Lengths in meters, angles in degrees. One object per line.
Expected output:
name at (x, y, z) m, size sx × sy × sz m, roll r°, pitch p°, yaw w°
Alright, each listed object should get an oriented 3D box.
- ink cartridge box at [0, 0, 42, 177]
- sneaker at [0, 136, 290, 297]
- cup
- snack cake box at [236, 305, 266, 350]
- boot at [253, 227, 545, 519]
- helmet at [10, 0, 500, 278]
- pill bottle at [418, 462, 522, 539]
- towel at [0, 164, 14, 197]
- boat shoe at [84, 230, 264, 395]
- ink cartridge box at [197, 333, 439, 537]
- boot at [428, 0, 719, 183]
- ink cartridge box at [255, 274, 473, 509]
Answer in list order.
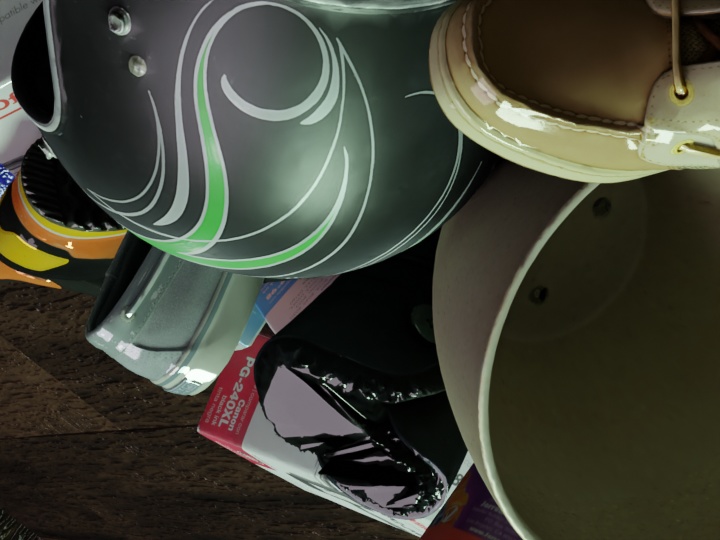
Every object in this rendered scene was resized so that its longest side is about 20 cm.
ink cartridge box at (-0.134, -0.101, 0.822) m, size 0.068 × 0.116 × 0.200 m, roll 65°, pitch -174°, yaw 26°
sneaker at (-0.092, -0.020, 0.861) m, size 0.199 × 0.070 × 0.090 m, roll 5°, pitch 148°, yaw -35°
cup at (0.108, 0.007, 0.711) m, size 0.200 × 0.200 × 0.143 m, roll 48°, pitch 179°, yaw -32°
snack cake box at (-0.154, -0.027, 1.146) m, size 0.200 × 0.067 × 0.115 m, roll 40°, pitch 156°, yaw -15°
boot at (0.000, 0.000, 0.794) m, size 0.076 × 0.168 × 0.200 m, roll -36°, pitch 94°, yaw 37°
helmet at (-0.034, -0.091, 0.663) m, size 0.199 × 0.200 × 0.191 m, roll 30°, pitch 142°, yaw 8°
pill bottle at (0.118, 0.101, 0.833) m, size 0.111 × 0.200 × 0.112 m, roll 32°, pitch 158°, yaw 15°
towel at (-0.197, -0.096, 0.928) m, size 0.147 × 0.050 × 0.200 m, roll -24°, pitch 138°, yaw 24°
boat shoe at (-0.070, -0.047, 0.773) m, size 0.071 × 0.202 × 0.070 m, roll 27°, pitch 159°, yaw -26°
ink cartridge box at (0.012, 0.122, 1.167) m, size 0.199 × 0.084 × 0.145 m, roll 16°, pitch 166°, yaw 39°
boot at (0.136, -0.076, 0.529) m, size 0.199 × 0.073 × 0.155 m, roll 7°, pitch 164°, yaw -19°
ink cartridge box at (0.017, 0.059, 0.978) m, size 0.116 × 0.067 × 0.200 m, roll 44°, pitch -178°, yaw -24°
